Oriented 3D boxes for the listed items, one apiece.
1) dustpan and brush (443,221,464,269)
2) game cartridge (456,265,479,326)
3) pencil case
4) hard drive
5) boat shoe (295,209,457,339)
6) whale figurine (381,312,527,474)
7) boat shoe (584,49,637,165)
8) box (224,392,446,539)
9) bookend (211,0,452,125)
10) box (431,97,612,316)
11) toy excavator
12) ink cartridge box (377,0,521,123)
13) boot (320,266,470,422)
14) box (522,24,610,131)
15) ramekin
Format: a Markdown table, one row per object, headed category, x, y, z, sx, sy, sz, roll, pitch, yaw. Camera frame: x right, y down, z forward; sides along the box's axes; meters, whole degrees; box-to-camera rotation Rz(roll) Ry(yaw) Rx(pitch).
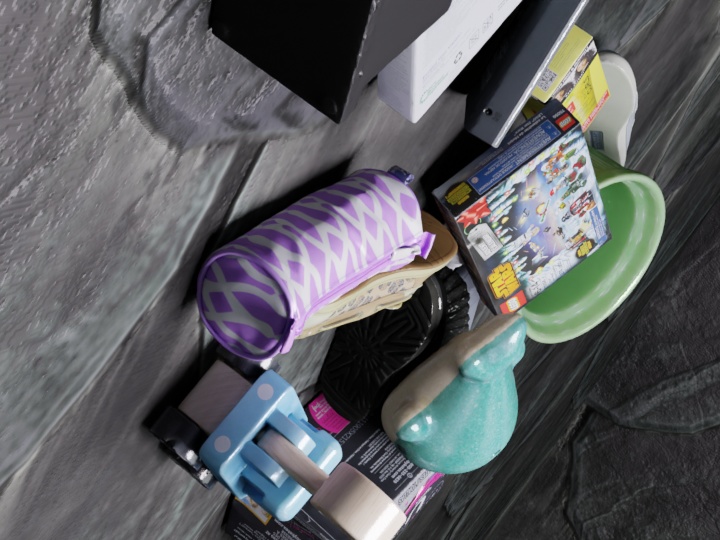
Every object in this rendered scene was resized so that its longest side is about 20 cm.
| category | x | y | z | sx | sy | sz | roll | pitch | yaw |
| --- | --- | --- | --- | --- | --- | --- | --- | --- | --- |
| dustpan and brush | 0.104 | -0.043 | 1.469 | 0.139 | 0.057 | 0.201 | -41 | 154 | -21 |
| game cartridge | 0.071 | 0.089 | 1.664 | 0.134 | 0.040 | 0.201 | -50 | 164 | -28 |
| pencil case | -0.029 | -0.006 | 1.075 | 0.200 | 0.085 | 0.084 | -33 | 156 | -50 |
| hard drive | 0.145 | -0.200 | 1.188 | 0.201 | 0.033 | 0.140 | -59 | -176 | 17 |
| boat shoe | 0.000 | 0.000 | 1.215 | 0.199 | 0.073 | 0.063 | -18 | 150 | -47 |
| whale figurine | 0.099 | 0.112 | 1.367 | 0.159 | 0.104 | 0.200 | -34 | 168 | -30 |
| boat shoe | 0.251 | -0.174 | 1.590 | 0.201 | 0.069 | 0.072 | 78 | 24 | -60 |
| box | -0.012 | 0.200 | 1.471 | 0.200 | 0.132 | 0.115 | -41 | 159 | -38 |
| bookend | 0.030 | -0.216 | 0.787 | 0.200 | 0.092 | 0.199 | -45 | 164 | -33 |
| box | 0.150 | -0.048 | 1.380 | 0.137 | 0.040 | 0.200 | -37 | 147 | -3 |
| toy excavator | -0.048 | 0.137 | 1.104 | 0.100 | 0.199 | 0.195 | -50 | 164 | -13 |
| ink cartridge box | 0.082 | -0.223 | 1.015 | 0.200 | 0.040 | 0.200 | -50 | 165 | -21 |
| boot | 0.054 | 0.038 | 1.414 | 0.157 | 0.080 | 0.211 | -31 | 164 | -39 |
| box | 0.181 | -0.169 | 1.406 | 0.076 | 0.050 | 0.200 | -54 | 165 | 1 |
| ramekin | 0.205 | -0.035 | 1.571 | 0.199 | 0.098 | 0.201 | -26 | 138 | -26 |
